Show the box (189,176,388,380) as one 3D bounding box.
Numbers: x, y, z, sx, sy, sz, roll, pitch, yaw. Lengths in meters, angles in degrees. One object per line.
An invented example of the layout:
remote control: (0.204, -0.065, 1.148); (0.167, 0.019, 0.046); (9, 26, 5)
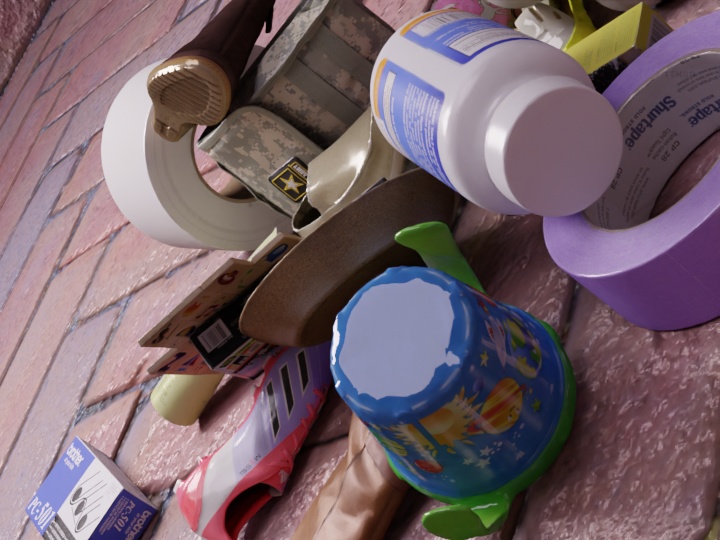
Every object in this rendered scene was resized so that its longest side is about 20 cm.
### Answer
box: (-0.036, 0.010, 1.197); (0.200, 0.035, 0.110); (-39, -15, 6)

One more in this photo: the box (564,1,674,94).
box: (0.151, -0.114, 1.087); (0.200, 0.075, 0.050); (-30, 33, 45)

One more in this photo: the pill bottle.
pill bottle: (0.089, -0.101, 0.976); (0.112, 0.112, 0.200); (-53, 28, 4)

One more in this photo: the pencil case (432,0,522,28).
pencil case: (0.097, -0.186, 1.259); (0.082, 0.087, 0.201); (-1, 47, 16)

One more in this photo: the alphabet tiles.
alphabet tiles: (-0.099, 0.030, 1.197); (0.167, 0.008, 0.200); (-41, -16, 12)

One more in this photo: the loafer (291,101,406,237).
loafer: (-0.010, -0.078, 1.244); (0.201, 0.068, 0.076); (114, 165, -46)

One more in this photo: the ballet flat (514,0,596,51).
ballet flat: (0.152, -0.199, 1.204); (0.067, 0.067, 0.201); (-42, 27, 28)

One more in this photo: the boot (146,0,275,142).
boot: (-0.121, -0.205, 1.310); (0.167, 0.072, 0.200); (-60, 11, -15)

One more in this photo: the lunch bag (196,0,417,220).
lunch bag: (-0.029, -0.135, 1.335); (0.200, 0.164, 0.118); (-51, 19, 10)

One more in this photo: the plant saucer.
plant saucer: (0.000, 0.000, 1.114); (0.200, 0.036, 0.200); (-34, -15, -11)

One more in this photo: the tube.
tube: (-0.125, 0.056, 1.367); (0.058, 0.052, 0.201); (46, 115, 27)

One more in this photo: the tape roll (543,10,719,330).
tape roll: (0.207, -0.064, 0.929); (0.200, 0.066, 0.201); (-41, 27, 26)

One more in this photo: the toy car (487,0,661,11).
toy car: (0.168, -0.301, 1.154); (0.176, 0.198, 0.151); (-78, -12, -46)

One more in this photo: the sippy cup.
sippy cup: (0.049, 0.064, 0.915); (0.140, 0.130, 0.178); (-47, 54, 3)

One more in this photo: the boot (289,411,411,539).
boot: (-0.003, 0.143, 1.086); (0.201, 0.068, 0.188); (-63, 28, 5)

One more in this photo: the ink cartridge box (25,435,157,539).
ink cartridge box: (-0.264, 0.233, 1.440); (0.094, 0.044, 0.200); (-56, 23, -6)

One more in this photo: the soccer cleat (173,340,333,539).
soccer cleat: (-0.068, 0.135, 1.201); (0.076, 0.067, 0.200); (36, 84, 34)

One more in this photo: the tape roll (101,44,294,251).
tape roll: (-0.144, -0.121, 1.487); (0.204, 0.202, 0.139); (-60, 24, -13)
